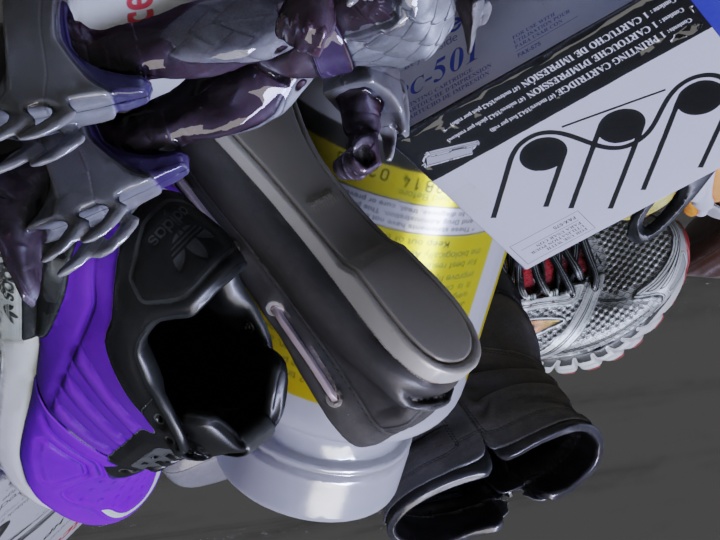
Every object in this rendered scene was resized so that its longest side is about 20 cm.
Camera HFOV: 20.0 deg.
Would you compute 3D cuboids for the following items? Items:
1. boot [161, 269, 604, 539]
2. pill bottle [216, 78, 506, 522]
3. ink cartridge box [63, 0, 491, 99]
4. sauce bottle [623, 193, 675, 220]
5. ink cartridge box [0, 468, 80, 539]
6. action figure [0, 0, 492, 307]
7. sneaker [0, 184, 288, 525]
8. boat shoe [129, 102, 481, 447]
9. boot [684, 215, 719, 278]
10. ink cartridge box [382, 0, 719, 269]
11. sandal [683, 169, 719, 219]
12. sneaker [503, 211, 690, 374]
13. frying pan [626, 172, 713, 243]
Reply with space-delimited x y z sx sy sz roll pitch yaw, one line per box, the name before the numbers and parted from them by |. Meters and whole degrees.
boot | 0.001 0.077 0.939 0.200 0.132 0.070 -25 131 4
pill bottle | 0.000 0.000 0.832 0.111 0.111 0.200 -4 123 -31
ink cartridge box | -0.007 -0.139 0.660 0.200 0.084 0.145 -14 155 -12
sauce bottle | 0.111 -0.062 0.870 0.066 0.066 0.200 -22 173 5
ink cartridge box | -0.156 0.068 0.900 0.146 0.084 0.200 -45 171 -35
action figure | -0.027 -0.065 0.619 0.200 0.069 0.130 -22 151 0
sneaker | -0.075 0.045 0.730 0.070 0.099 0.200 -48 158 -33
boat shoe | -0.039 -0.023 0.735 0.057 0.200 0.067 -45 166 29
boot | 0.271 -0.062 1.057 0.186 0.064 0.200 -18 162 -23
ink cartridge box | 0.112 -0.081 0.686 0.200 0.044 0.094 -28 137 21
sandal | 0.177 -0.052 0.895 0.059 0.079 0.207 16 -172 10
sneaker | 0.073 0.013 1.036 0.200 0.078 0.082 -18 154 -5
frying pan | 0.179 -0.092 0.781 0.115 0.031 0.190 9 115 -14
